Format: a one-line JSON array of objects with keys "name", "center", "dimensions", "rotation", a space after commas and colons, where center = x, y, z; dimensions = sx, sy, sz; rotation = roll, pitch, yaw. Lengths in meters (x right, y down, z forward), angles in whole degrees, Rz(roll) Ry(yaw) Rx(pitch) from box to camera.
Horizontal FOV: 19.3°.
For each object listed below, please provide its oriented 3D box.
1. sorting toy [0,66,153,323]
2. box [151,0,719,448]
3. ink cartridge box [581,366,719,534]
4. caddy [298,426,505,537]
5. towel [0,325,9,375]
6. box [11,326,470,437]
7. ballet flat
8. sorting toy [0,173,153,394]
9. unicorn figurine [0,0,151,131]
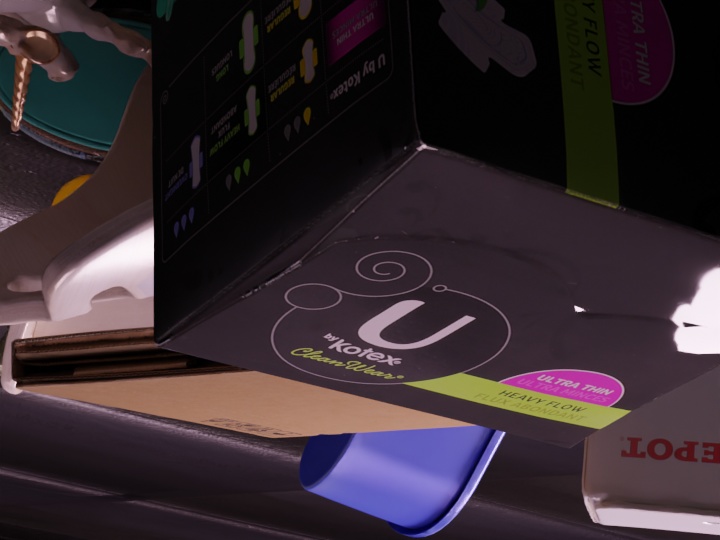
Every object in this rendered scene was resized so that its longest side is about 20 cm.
[{"name": "sorting toy", "center": [-0.052, -0.029, 0.756], "dimensions": [0.179, 0.108, 0.200], "rotation": [-26, -170, -26]}, {"name": "box", "center": [0.033, -0.075, 0.575], "dimensions": [0.148, 0.202, 0.124], "rotation": [15, 148, -32]}, {"name": "ink cartridge box", "center": [0.174, 0.014, 0.910], "dimensions": [0.144, 0.202, 0.083], "rotation": [4, 166, 10]}, {"name": "caddy", "center": [0.039, 0.046, 1.135], "dimensions": [0.104, 0.201, 0.142], "rotation": [17, -156, -23]}, {"name": "towel", "center": [-0.094, 0.001, 1.096], "dimensions": [0.147, 0.037, 0.200], "rotation": [3, -150, 11]}, {"name": "box", "center": [-0.018, 0.045, 0.858], "dimensions": [0.162, 0.021, 0.200], "rotation": [-6, 167, 28]}, {"name": "ballet flat", "center": [-0.064, -0.079, 0.942], "dimensions": [0.198, 0.075, 0.074], "rotation": [6, 166, 14]}, {"name": "sorting toy", "center": [-0.061, -0.023, 1.022], "dimensions": [0.198, 0.108, 0.180], "rotation": [-2, -159, 7]}, {"name": "unicorn figurine", "center": [-0.124, -0.105, 0.768], "dimensions": [0.137, 0.074, 0.200], "rotation": [21, 171, 35]}]
